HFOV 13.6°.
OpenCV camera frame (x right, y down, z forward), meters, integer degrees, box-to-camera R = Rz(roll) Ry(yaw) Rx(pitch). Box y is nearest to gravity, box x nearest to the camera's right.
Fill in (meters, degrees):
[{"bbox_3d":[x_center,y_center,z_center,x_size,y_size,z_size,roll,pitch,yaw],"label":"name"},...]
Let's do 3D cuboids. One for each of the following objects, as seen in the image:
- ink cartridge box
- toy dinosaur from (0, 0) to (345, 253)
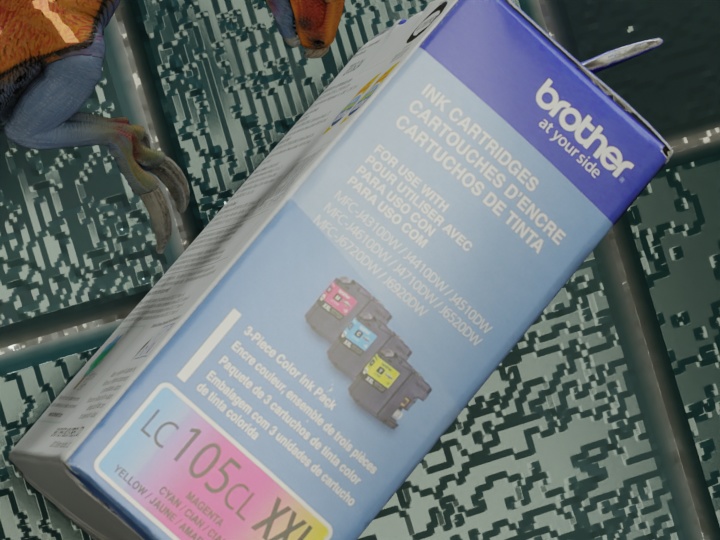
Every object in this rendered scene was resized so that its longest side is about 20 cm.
[{"bbox_3d":[0.000,0.000,0.829,0.076,0.136,0.200,40,80,-8],"label":"ink cartridge box"},{"bbox_3d":[-0.094,-0.049,0.804,0.181,0.200,0.105,-38,82,32],"label":"toy dinosaur"}]
